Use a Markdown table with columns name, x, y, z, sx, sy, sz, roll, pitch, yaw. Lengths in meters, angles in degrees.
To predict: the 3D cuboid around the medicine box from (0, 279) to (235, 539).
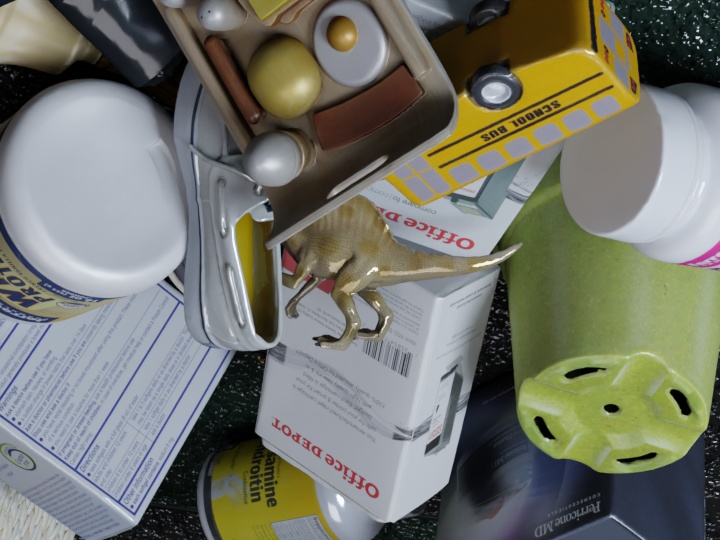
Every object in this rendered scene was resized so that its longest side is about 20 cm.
| name | x | y | z | sx | sy | sz | roll | pitch | yaw |
| --- | --- | --- | --- | --- | --- | --- | --- | --- | --- |
| medicine box | -0.229 | 0.080 | 1.142 | 0.199 | 0.183 | 0.103 | 39 | 146 | -15 |

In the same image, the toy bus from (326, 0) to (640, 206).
| name | x | y | z | sx | sy | sz | roll | pitch | yaw |
| --- | --- | --- | --- | --- | --- | --- | --- | --- | --- |
| toy bus | 0.063 | -0.100 | 0.870 | 0.199 | 0.066 | 0.078 | -25 | 134 | 30 |

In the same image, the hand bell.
| name | x | y | z | sx | sy | sz | roll | pitch | yaw |
| --- | --- | --- | --- | --- | --- | --- | --- | --- | --- |
| hand bell | -0.172 | -0.150 | 1.003 | 0.199 | 0.105 | 0.104 | 21 | 139 | -30 |

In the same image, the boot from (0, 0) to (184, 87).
| name | x | y | z | sx | sy | sz | roll | pitch | yaw |
| --- | --- | --- | --- | --- | --- | --- | --- | --- | --- |
| boot | -0.184 | -0.170 | 0.892 | 0.168 | 0.201 | 0.076 | 46 | 155 | -29 |

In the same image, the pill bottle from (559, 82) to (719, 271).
| name | x | y | z | sx | sy | sz | roll | pitch | yaw |
| --- | --- | --- | --- | --- | --- | --- | --- | --- | --- |
| pill bottle | 0.233 | -0.057 | 0.924 | 0.198 | 0.114 | 0.113 | 8 | 144 | -32 |

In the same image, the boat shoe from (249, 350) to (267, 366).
| name | x | y | z | sx | sy | sz | roll | pitch | yaw |
| --- | --- | --- | --- | --- | --- | --- | --- | --- | --- |
| boat shoe | -0.053 | 0.060 | 1.203 | 0.200 | 0.064 | 0.074 | 25 | 139 | -13 |

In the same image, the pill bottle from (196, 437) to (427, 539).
| name | x | y | z | sx | sy | sz | roll | pitch | yaw |
| --- | --- | --- | --- | --- | --- | --- | --- | --- | --- |
| pill bottle | -0.042 | 0.199 | 1.312 | 0.198 | 0.113 | 0.112 | -16 | 132 | 27 |

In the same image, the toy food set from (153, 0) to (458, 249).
| name | x | y | z | sx | sy | sz | roll | pitch | yaw |
| --- | --- | --- | --- | --- | --- | --- | --- | --- | --- |
| toy food set | -0.050 | -0.131 | 0.826 | 0.143 | 0.060 | 0.201 | -30 | 91 | 29 |

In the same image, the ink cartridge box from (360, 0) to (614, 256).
| name | x | y | z | sx | sy | sz | roll | pitch | yaw |
| --- | --- | --- | --- | --- | --- | --- | --- | --- | --- |
| ink cartridge box | 0.062 | -0.111 | 0.972 | 0.144 | 0.085 | 0.201 | 19 | 137 | -10 |

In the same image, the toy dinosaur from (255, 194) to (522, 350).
| name | x | y | z | sx | sy | sz | roll | pitch | yaw |
| --- | --- | --- | --- | --- | --- | --- | --- | --- | --- |
| toy dinosaur | 0.000 | 0.000 | 0.963 | 0.198 | 0.058 | 0.102 | 16 | 107 | 13 |

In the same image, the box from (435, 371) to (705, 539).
| name | x | y | z | sx | sy | sz | roll | pitch | yaw |
| --- | --- | --- | --- | --- | --- | --- | --- | --- | --- |
| box | 0.171 | 0.177 | 1.176 | 0.123 | 0.200 | 0.199 | 36 | 132 | -25 |

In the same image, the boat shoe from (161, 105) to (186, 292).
| name | x | y | z | sx | sy | sz | roll | pitch | yaw |
| --- | --- | --- | --- | --- | --- | --- | --- | --- | --- |
| boat shoe | -0.117 | -0.038 | 1.092 | 0.062 | 0.073 | 0.201 | 11 | 140 | 38 |

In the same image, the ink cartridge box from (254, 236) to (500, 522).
| name | x | y | z | sx | sy | sz | roll | pitch | yaw |
| --- | --- | --- | --- | --- | --- | --- | --- | --- | --- |
| ink cartridge box | 0.009 | 0.064 | 1.090 | 0.146 | 0.083 | 0.202 | 29 | 123 | 29 |

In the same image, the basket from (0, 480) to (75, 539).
| name | x | y | z | sx | sy | sz | roll | pitch | yaw |
| --- | --- | --- | --- | --- | --- | --- | --- | --- | --- |
| basket | -0.370 | 0.193 | 1.322 | 0.196 | 0.202 | 0.161 | -7 | 141 | 19 |

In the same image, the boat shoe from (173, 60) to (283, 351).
| name | x | y | z | sx | sy | sz | roll | pitch | yaw |
| --- | --- | --- | --- | --- | --- | --- | --- | --- | --- |
| boat shoe | -0.069 | -0.046 | 0.926 | 0.085 | 0.205 | 0.074 | 6 | -173 | 37 |

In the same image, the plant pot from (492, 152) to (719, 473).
| name | x | y | z | sx | sy | sz | roll | pitch | yaw |
| --- | --- | --- | --- | --- | --- | --- | --- | --- | --- |
| plant pot | 0.182 | 0.034 | 1.029 | 0.198 | 0.186 | 0.202 | 6 | 138 | 5 |

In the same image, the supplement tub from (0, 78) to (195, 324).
| name | x | y | z | sx | sy | sz | roll | pitch | yaw |
| --- | --- | --- | --- | --- | --- | --- | --- | --- | --- |
| supplement tub | -0.211 | -0.040 | 1.002 | 0.144 | 0.146 | 0.199 | 33 | 154 | -23 |
